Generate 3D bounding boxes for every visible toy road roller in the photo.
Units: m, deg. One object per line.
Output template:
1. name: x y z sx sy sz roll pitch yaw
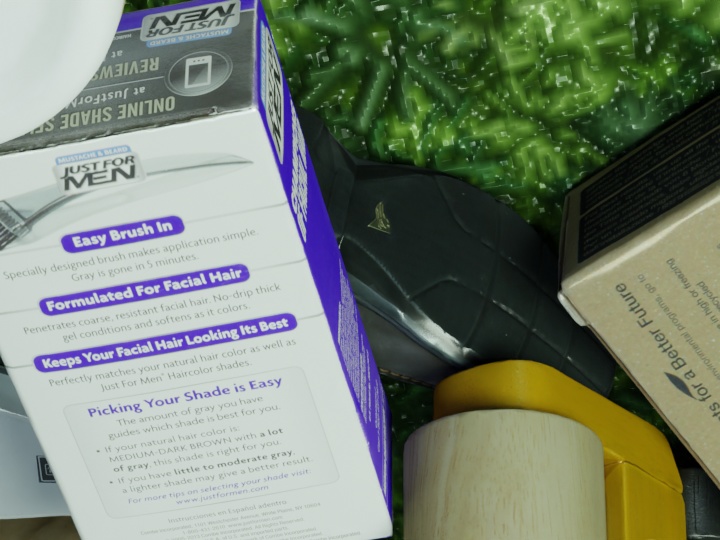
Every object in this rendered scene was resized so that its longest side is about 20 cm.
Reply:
1. toy road roller: 0.055 0.130 1.048 0.146 0.123 0.200 -17 148 31

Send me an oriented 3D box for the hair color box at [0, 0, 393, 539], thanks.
1. hair color box: -0.061 0.010 0.951 0.109 0.065 0.200 -9 134 8

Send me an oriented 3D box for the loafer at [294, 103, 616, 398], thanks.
1. loafer: 0.000 0.000 1.038 0.200 0.073 0.072 31 143 -15

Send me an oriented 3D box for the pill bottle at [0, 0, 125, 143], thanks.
1. pill bottle: -0.119 -0.129 0.888 0.115 0.200 0.116 1 120 2

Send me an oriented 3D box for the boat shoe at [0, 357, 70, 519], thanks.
1. boat shoe: -0.119 0.053 1.076 0.199 0.057 0.069 8 129 0

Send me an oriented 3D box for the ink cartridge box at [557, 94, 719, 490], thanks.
1. ink cartridge box: 0.191 0.019 1.023 0.164 0.075 0.200 -31 114 21

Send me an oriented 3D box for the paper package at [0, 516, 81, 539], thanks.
1. paper package: -0.112 0.217 1.079 0.103 0.200 0.191 -4 120 8
